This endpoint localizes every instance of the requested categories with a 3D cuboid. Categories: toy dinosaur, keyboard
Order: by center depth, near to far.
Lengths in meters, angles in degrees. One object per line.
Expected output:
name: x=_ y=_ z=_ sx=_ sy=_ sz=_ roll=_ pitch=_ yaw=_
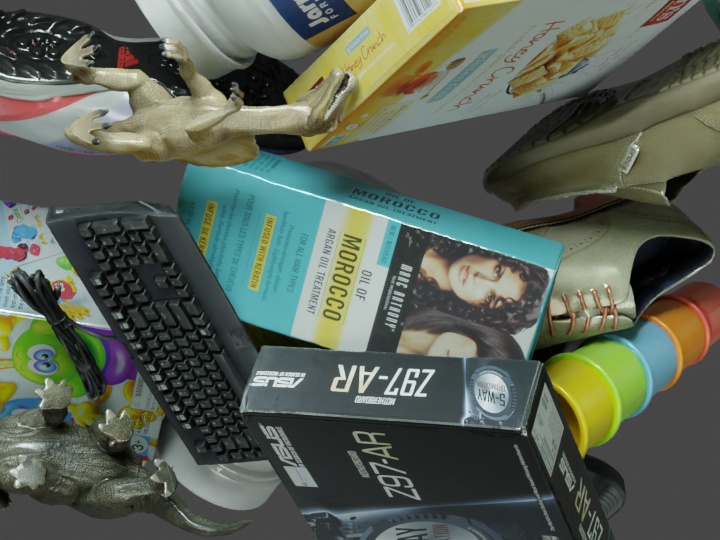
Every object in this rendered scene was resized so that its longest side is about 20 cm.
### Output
toy dinosaur: x=-0.100 y=-0.070 z=0.862 sx=0.200 sy=0.058 sz=0.101 roll=-4 pitch=160 yaw=34
keyboard: x=-0.117 y=0.040 z=0.955 sx=0.127 sy=0.021 sz=0.200 roll=-3 pitch=135 yaw=25
toy dinosaur: x=-0.160 y=0.111 z=1.008 sx=0.200 sy=0.077 sz=0.102 roll=7 pitch=162 yaw=-21

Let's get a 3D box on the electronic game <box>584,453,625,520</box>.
electronic game: x=0.072 y=0.150 z=1.154 sx=0.200 sy=0.042 sz=0.200 roll=-1 pitch=156 yaw=0

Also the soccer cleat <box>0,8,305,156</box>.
soccer cleat: x=-0.120 y=-0.092 z=0.987 sx=0.200 sy=0.068 sz=0.073 roll=9 pitch=143 yaw=-10

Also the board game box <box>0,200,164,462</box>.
board game box: x=-0.210 y=0.030 z=1.044 sx=0.200 sy=0.105 sz=0.103 roll=9 pitch=127 yaw=-10

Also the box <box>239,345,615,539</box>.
box: x=0.043 y=0.119 z=0.961 sx=0.160 sy=0.044 sz=0.200 roll=2 pitch=142 yaw=24

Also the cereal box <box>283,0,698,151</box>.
cereal box: x=0.078 y=-0.121 z=0.891 sx=0.200 sy=0.040 sz=0.144 roll=-14 pitch=165 yaw=-37

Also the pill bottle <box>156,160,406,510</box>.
pill bottle: x=-0.040 y=0.043 z=1.048 sx=0.111 sy=0.111 sz=0.200 roll=25 pitch=116 yaw=-21

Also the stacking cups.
stacking cups: x=0.154 y=0.055 z=1.045 sx=0.060 sy=0.200 sz=0.061 roll=14 pitch=116 yaw=32

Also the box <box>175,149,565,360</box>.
box: x=0.000 y=0.000 z=0.935 sx=0.200 sy=0.049 sz=0.082 roll=17 pitch=110 yaw=6

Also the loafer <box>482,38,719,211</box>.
loafer: x=0.150 y=-0.066 z=0.971 sx=0.200 sy=0.076 sz=0.068 roll=-20 pitch=105 yaw=47

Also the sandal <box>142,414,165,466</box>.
sandal: x=-0.150 y=0.105 z=1.127 sx=0.211 sy=0.070 sz=0.078 roll=4 pitch=127 yaw=-6

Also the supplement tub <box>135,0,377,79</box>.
supplement tub: x=-0.015 y=-0.191 z=0.860 sx=0.200 sy=0.145 sz=0.144 roll=-26 pitch=125 yaw=16

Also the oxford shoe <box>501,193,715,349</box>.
oxford shoe: x=0.116 y=0.009 z=1.008 sx=0.200 sy=0.074 sz=0.071 roll=-31 pitch=130 yaw=-24

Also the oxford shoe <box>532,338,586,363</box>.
oxford shoe: x=0.093 y=0.071 z=1.064 sx=0.200 sy=0.084 sz=0.073 roll=-30 pitch=154 yaw=-28

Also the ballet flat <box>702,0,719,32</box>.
ballet flat: x=0.230 y=-0.127 z=0.970 sx=0.067 sy=0.070 sz=0.200 roll=-19 pitch=126 yaw=8
